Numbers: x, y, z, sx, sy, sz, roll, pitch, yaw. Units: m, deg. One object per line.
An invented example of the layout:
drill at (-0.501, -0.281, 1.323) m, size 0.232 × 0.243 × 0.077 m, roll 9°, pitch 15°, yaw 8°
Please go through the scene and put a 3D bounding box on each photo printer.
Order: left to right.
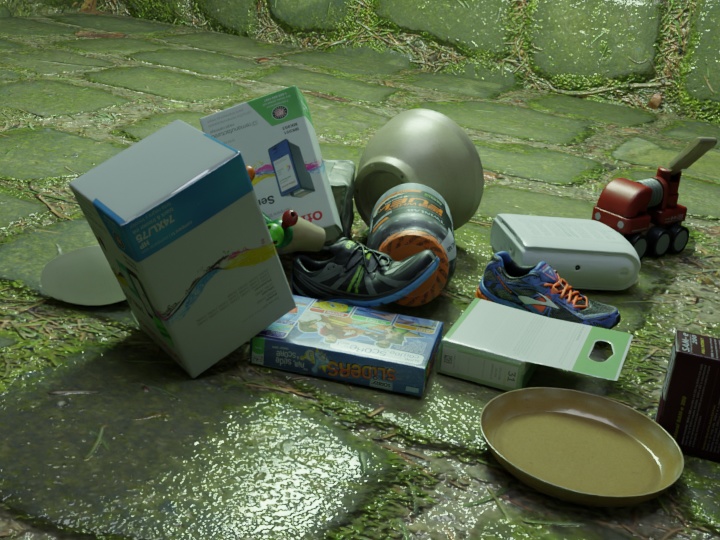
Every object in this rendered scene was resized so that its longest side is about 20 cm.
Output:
photo printer at (0.307, -0.028, 1.430) m, size 0.196 × 0.071 × 0.167 m, roll 3°, pitch 21°, yaw -11°

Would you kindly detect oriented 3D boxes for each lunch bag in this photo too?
lunch bag at (-0.109, -0.106, 1.447) m, size 0.195 × 0.120 × 0.164 m, roll 3°, pitch 17°, yaw 3°

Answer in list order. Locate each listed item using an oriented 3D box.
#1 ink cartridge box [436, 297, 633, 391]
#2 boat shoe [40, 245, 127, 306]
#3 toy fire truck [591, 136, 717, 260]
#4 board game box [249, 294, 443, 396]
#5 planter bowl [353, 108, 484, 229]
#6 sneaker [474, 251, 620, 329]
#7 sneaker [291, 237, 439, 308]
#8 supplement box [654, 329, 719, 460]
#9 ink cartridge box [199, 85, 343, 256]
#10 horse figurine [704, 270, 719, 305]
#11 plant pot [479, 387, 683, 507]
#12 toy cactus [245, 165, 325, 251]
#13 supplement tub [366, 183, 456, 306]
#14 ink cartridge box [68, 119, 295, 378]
ink cartridge box at (0.203, 0.094, 1.109) m, size 0.196 × 0.049 × 0.145 m, roll 14°, pitch 22°, yaw 19°
boat shoe at (-0.287, 0.007, 1.180) m, size 0.197 × 0.075 × 0.063 m, roll -9°, pitch -13°, yaw -12°
toy fire truck at (0.473, -0.125, 1.545) m, size 0.174 × 0.204 × 0.128 m, roll -9°, pitch 25°, yaw -36°
board game box at (-0.012, 0.081, 1.096) m, size 0.196 × 0.035 × 0.136 m, roll 10°, pitch 21°, yaw 11°
planter bowl at (0.070, -0.129, 1.463) m, size 0.197 × 0.204 × 0.134 m, roll 18°, pitch 32°, yaw 29°
sneaker at (0.239, 0.032, 1.240) m, size 0.197 × 0.080 × 0.075 m, roll 17°, pitch 24°, yaw 27°
sneaker at (0.000, 0.000, 1.176) m, size 0.196 × 0.084 × 0.071 m, roll -7°, pitch 12°, yaw 24°
supplement box at (0.404, 0.139, 0.965) m, size 0.196 × 0.111 × 0.061 m, roll 13°, pitch 22°, yaw 13°
ink cartridge box at (-0.120, -0.128, 1.317) m, size 0.143 × 0.204 × 0.088 m, roll -17°, pitch -6°, yaw 4°
horse figurine at (0.548, 0.048, 1.314) m, size 0.131 × 0.051 × 0.200 m, roll 27°, pitch 15°, yaw 4°
plant pot at (0.212, 0.173, 0.938) m, size 0.196 × 0.028 × 0.201 m, roll 5°, pitch 20°, yaw -2°
toy cactus at (-0.119, -0.064, 1.205) m, size 0.163 × 0.104 × 0.199 m, roll 13°, pitch -4°, yaw -33°
supplement tub at (0.068, -0.034, 1.300) m, size 0.120 × 0.125 × 0.201 m, roll 6°, pitch 21°, yaw 0°
ink cartridge box at (-0.187, -0.025, 1.034) m, size 0.145 × 0.203 × 0.146 m, roll -34°, pitch 37°, yaw -22°
